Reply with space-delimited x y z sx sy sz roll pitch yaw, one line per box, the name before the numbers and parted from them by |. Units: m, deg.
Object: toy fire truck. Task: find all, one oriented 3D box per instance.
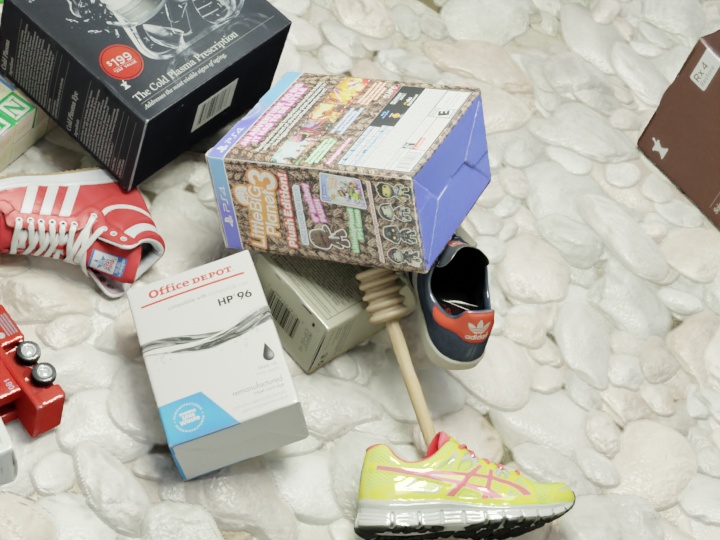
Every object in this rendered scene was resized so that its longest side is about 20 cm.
toy fire truck | -0.319 0.106 1.388 0.140 0.049 0.200 -25 63 -33

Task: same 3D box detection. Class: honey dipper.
honey dipper | 0.042 0.094 1.500 0.038 0.038 0.202 -16 86 -31

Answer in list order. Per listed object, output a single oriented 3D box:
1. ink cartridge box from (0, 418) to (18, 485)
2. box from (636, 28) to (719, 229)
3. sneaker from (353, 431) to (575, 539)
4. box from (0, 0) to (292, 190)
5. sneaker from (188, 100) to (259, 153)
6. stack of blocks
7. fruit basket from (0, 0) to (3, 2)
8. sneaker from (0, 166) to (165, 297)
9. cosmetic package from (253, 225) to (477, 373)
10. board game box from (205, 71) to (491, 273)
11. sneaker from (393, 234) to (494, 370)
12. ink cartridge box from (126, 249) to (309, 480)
ink cartridge box | -0.380 0.121 1.293 0.199 0.050 0.161 -19 51 -21
box | 0.441 -0.166 1.834 0.199 0.166 0.164 -27 66 -36
sneaker | 0.090 0.180 1.454 0.198 0.078 0.091 3 67 -19
box | -0.200 -0.207 1.573 0.182 0.104 0.200 41 53 12
sneaker | -0.129 -0.189 1.703 0.105 0.075 0.201 17 56 -14
stack of blocks | -0.371 -0.139 1.566 0.115 0.059 0.200 34 48 8
fruit basket | -0.298 -0.375 1.698 0.214 0.216 0.156 -3 52 -23
sneaker | -0.266 -0.026 1.505 0.199 0.071 0.113 -14 55 -33
cosmetic package | 0.000 0.000 1.585 0.199 0.073 0.104 -27 66 -37
board game box | -0.007 -0.090 1.508 0.199 0.097 0.160 8 37 26
sneaker | 0.072 -0.013 1.519 0.074 0.085 0.201 -7 55 -26
ink cartridge box | -0.128 0.062 1.461 0.115 0.068 0.201 -19 57 -4
